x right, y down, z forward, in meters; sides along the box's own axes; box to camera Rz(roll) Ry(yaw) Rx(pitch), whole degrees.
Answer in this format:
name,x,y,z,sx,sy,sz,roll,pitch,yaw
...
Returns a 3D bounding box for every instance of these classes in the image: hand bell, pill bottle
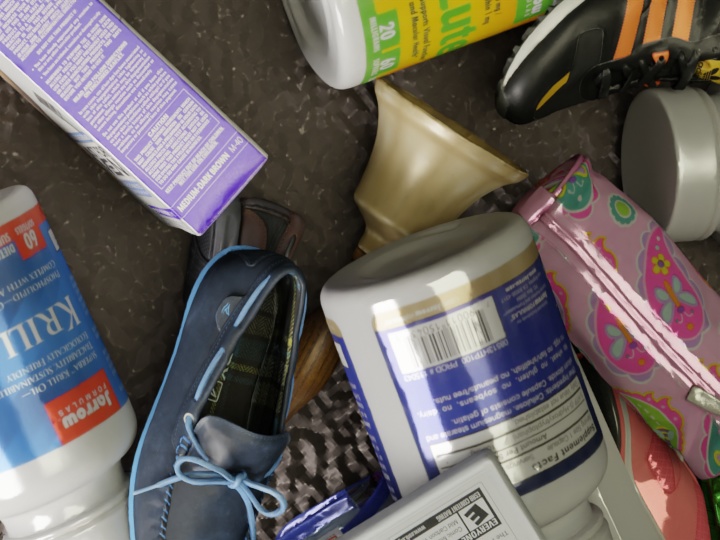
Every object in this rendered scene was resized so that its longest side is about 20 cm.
name,x,y,z,sx,sy,sz,roll,pitch,yaw
hand bell,0.000,0.000,1.391,0.104,0.104,0.201,31,97,-15
pill bottle,0.066,0.082,1.303,0.119,0.120,0.202,-23,101,-13
pill bottle,0.057,-0.187,1.369,0.199,0.111,0.112,-21,99,-14
pill bottle,-0.188,0.065,1.315,0.112,0.112,0.201,-27,100,-13
pill bottle,0.262,-0.066,1.432,0.198,0.120,0.121,-4,94,-15

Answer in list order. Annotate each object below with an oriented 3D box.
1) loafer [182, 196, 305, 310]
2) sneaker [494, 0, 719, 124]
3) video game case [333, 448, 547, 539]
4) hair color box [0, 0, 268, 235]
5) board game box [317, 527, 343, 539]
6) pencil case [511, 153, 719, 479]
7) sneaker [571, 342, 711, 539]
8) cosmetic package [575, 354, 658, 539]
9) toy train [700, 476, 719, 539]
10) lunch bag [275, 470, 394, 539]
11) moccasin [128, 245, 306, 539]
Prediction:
name,x,y,z,sx,sy,sz,roll,pitch,yaw
loafer,-0.072,0.057,1.371,0.062,0.072,0.202,9,88,-20
sneaker,0.170,-0.133,1.374,0.200,0.070,0.090,-37,74,-16
video game case,0.029,0.218,1.251,0.199,0.022,0.183,-32,102,4
hair color box,-0.150,-0.108,1.316,0.200,0.109,0.065,44,83,-13
board game box,-0.015,0.256,1.292,0.126,0.035,0.201,-30,102,-5
pencil case,0.163,0.029,1.376,0.087,0.087,0.200,-43,92,-9
sneaker,0.161,0.123,1.452,0.086,0.073,0.202,-17,90,-47
cosmetic package,0.117,0.139,1.395,0.051,0.082,0.201,-15,80,-58
toy train,0.228,0.149,1.467,0.041,0.056,0.202,-14,97,-18
lunch bag,-0.013,0.237,1.371,0.200,0.124,0.170,-40,102,-2
moccasin,-0.076,0.085,1.292,0.080,0.068,0.202,10,86,-35
